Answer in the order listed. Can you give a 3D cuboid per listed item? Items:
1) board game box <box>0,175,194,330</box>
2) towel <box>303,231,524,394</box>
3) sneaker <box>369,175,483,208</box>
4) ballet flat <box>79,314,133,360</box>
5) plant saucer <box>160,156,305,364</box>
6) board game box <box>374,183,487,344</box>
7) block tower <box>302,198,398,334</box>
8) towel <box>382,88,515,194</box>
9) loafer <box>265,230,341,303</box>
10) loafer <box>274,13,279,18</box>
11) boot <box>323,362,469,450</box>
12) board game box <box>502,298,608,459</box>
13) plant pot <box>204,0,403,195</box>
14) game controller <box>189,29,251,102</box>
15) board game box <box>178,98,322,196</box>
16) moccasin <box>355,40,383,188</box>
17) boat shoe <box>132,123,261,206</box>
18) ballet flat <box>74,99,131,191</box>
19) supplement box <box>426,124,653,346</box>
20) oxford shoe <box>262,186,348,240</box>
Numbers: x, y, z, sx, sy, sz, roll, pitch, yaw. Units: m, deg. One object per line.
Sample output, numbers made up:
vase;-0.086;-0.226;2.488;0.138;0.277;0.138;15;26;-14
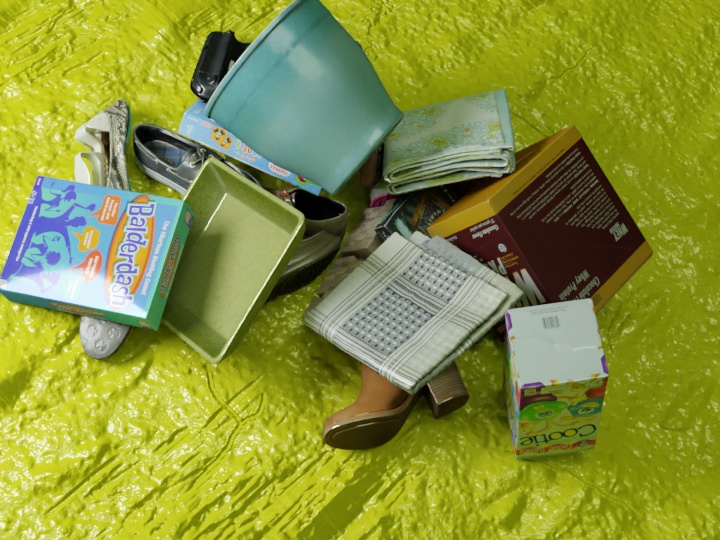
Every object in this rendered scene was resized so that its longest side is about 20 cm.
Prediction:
board game box;-0.314;-0.023;1.564;0.198;0.045;0.154;10;70;14
towel;0.062;0.038;1.551;0.200;0.035;0.192;-39;47;-24
sneaker;0.098;-0.137;1.786;0.198;0.082;0.089;-8;63;-21
ballet flat;-0.292;0.015;1.598;0.067;0.046;0.202;9;70;1
plant saucer;-0.163;-0.009;1.575;0.199;0.048;0.201;32;91;41
board game box;0.120;-0.020;1.704;0.200;0.028;0.135;51;56;-12
block tower;0.000;0.000;1.678;0.054;0.057;0.201;52;52;-28
towel;0.113;-0.169;1.696;0.169;0.049;0.201;-9;29;8
loafer;-0.111;-0.005;1.649;0.199;0.076;0.068;-29;74;-28
loafer;-0.065;-0.278;1.846;0.070;0.068;0.201;6;46;-54
boot;0.018;0.127;1.614;0.198;0.074;0.155;-16;58;-24
board game box;0.228;0.133;1.567;0.104;0.201;0.104;-8;59;1
plant pot;-0.057;-0.201;1.610;0.188;0.200;0.200;43;57;-1
game controller;-0.170;-0.264;1.776;0.104;0.042;0.201;31;28;-15
board game box;-0.124;-0.178;1.739;0.198;0.037;0.152;25;27;0
moccasin;-0.015;-0.205;1.736;0.077;0.074;0.204;-14;81;-1
boat shoe;-0.213;-0.130;1.675;0.199;0.057;0.069;23;59;24
ballet flat;-0.328;-0.143;1.675;0.075;0.068;0.202;15;54;-35
supplement box;0.231;-0.037;1.683;0.197;0.132;0.201;-40;100;-35
oxford shoe;-0.111;-0.087;1.700;0.198;0.075;0.071;9;59;-9
